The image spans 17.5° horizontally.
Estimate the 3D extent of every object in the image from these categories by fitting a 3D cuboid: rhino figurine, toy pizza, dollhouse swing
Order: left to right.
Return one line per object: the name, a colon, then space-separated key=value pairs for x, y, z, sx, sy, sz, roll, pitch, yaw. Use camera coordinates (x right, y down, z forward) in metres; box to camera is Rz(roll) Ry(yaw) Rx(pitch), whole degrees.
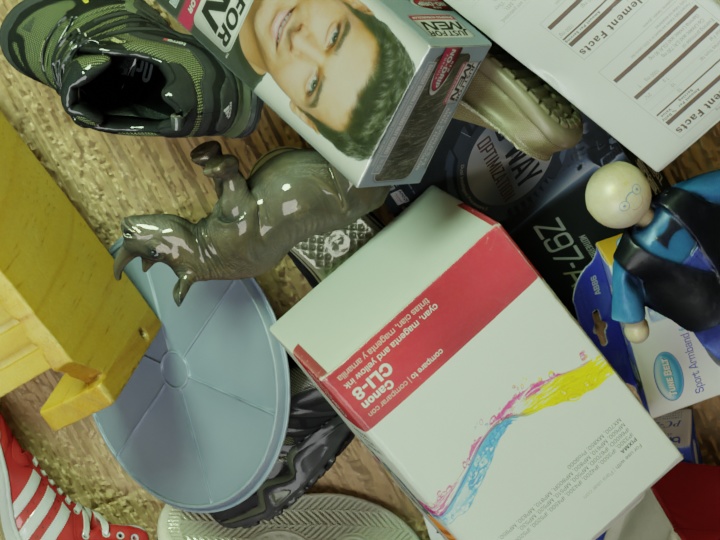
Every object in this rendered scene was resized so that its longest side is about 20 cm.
dollhouse swing: x=-0.267 y=0.018 z=1.548 sx=0.175 sy=0.182 sz=0.200 roll=-31 pitch=104 yaw=20
toy pizza: x=-0.116 y=0.065 z=1.595 sx=0.200 sy=0.032 sz=0.201 roll=10 pitch=105 yaw=39
rhino figurine: x=-0.070 y=-0.040 z=1.468 sx=0.199 sy=0.060 sz=0.088 roll=-28 pitch=114 yaw=12

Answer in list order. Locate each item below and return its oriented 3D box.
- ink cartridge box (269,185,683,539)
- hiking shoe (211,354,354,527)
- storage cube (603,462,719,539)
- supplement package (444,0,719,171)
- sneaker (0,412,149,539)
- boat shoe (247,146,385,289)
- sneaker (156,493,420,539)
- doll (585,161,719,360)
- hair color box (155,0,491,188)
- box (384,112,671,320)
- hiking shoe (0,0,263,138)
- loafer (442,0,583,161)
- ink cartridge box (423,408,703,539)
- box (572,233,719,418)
ink cartridge box: x=0.070 y=0.076 z=1.452 sx=0.145 sy=0.145 sz=0.200 roll=-42 pitch=108 yaw=-5
hiking shoe: x=-0.050 y=0.094 z=1.626 sx=0.101 sy=0.076 sz=0.200 roll=45 pitch=114 yaw=0
storage cube: x=0.263 y=0.246 z=1.565 sx=0.179 sy=0.171 sz=0.201 roll=7 pitch=115 yaw=-19
supplement package: x=0.142 y=-0.176 z=1.368 sx=0.200 sy=0.114 sz=0.109 roll=36 pitch=125 yaw=-17
sneaker: x=-0.226 y=0.175 z=1.726 sx=0.071 sy=0.112 sz=0.201 roll=-16 pitch=92 yaw=59
boat shoe: x=0.000 y=0.000 z=1.537 sx=0.075 sy=0.062 sz=0.200 roll=-39 pitch=97 yaw=6
sneaker: x=-0.052 y=0.208 z=1.721 sx=0.199 sy=0.075 sz=0.085 roll=12 pitch=149 yaw=-4
doll: x=0.215 y=-0.004 z=1.426 sx=0.200 sy=0.048 sz=0.137 roll=34 pitch=94 yaw=-21
hair color box: x=-0.026 y=-0.147 z=1.378 sx=0.200 sy=0.060 sz=0.099 roll=43 pitch=120 yaw=28
box: x=0.103 y=-0.056 z=1.506 sx=0.160 sy=0.044 sz=0.200 roll=-22 pitch=119 yaw=25
hiking shoe: x=-0.159 y=-0.129 z=1.439 sx=0.199 sy=0.101 sz=0.076 roll=18 pitch=108 yaw=32
loafer: x=0.049 y=-0.121 z=1.408 sx=0.200 sy=0.076 sz=0.068 roll=41 pitch=112 yaw=27
ink cartridge box: x=0.143 y=0.154 z=1.649 sx=0.199 sy=0.044 sz=0.094 roll=-7 pitch=125 yaw=16
box: x=0.238 y=0.014 z=1.487 sx=0.199 sy=0.042 sz=0.119 roll=-21 pitch=118 yaw=-3
